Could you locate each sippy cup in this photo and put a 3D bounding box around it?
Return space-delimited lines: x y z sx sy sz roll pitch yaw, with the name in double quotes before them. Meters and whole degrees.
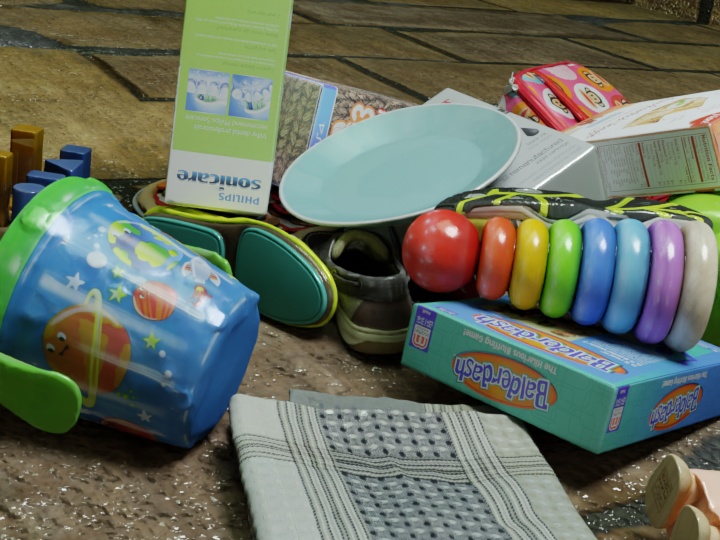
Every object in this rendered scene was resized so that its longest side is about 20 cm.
"sippy cup" -0.132 0.033 0.710 0.129 0.140 0.179 23 60 10

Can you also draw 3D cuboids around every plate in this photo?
"plate" 0.033 -0.079 0.989 0.198 0.026 0.201 -13 29 7

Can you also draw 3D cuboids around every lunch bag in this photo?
"lunch bag" 0.225 -0.119 1.250 0.175 0.082 0.200 -17 60 -48

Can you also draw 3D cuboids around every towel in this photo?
"towel" 0.027 0.114 0.670 0.190 0.035 0.200 4 19 -13

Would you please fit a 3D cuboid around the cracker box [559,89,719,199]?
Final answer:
"cracker box" 0.259 -0.109 1.067 0.133 0.058 0.199 -27 16 -37

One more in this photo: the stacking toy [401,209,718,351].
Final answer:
"stacking toy" 0.125 -0.004 0.808 0.197 0.086 0.085 9 19 2

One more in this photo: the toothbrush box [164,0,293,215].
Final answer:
"toothbrush box" -0.104 -0.156 1.007 0.085 0.203 0.146 5 9 -5

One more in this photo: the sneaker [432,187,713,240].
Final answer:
"sneaker" 0.146 -0.014 0.874 0.197 0.077 0.075 7 13 1

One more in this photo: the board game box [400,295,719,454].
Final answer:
"board game box" 0.146 0.060 0.824 0.151 0.046 0.199 23 15 37

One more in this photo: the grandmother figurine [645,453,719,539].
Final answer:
"grandmother figurine" 0.257 0.137 0.673 0.197 0.061 0.122 7 46 -11

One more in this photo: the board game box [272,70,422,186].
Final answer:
"board game box" -0.022 -0.126 1.181 0.199 0.098 0.159 6 12 -43

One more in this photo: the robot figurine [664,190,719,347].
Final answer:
"robot figurine" 0.283 -0.008 0.999 0.174 0.117 0.200 -19 9 25

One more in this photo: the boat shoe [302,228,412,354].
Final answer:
"boat shoe" 0.000 0.000 0.938 0.072 0.066 0.200 -1 20 -21

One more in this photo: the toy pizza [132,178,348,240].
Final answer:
"toy pizza" -0.106 -0.062 1.125 0.198 0.032 0.200 7 19 -3

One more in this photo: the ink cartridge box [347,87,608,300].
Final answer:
"ink cartridge box" 0.088 -0.064 1.050 0.145 0.084 0.199 -35 37 -19

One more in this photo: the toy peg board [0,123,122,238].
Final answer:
"toy peg board" -0.305 -0.077 0.986 0.197 0.099 0.200 8 19 0

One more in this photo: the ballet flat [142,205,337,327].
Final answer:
"ballet flat" -0.084 -0.011 0.941 0.198 0.068 0.067 18 18 32
